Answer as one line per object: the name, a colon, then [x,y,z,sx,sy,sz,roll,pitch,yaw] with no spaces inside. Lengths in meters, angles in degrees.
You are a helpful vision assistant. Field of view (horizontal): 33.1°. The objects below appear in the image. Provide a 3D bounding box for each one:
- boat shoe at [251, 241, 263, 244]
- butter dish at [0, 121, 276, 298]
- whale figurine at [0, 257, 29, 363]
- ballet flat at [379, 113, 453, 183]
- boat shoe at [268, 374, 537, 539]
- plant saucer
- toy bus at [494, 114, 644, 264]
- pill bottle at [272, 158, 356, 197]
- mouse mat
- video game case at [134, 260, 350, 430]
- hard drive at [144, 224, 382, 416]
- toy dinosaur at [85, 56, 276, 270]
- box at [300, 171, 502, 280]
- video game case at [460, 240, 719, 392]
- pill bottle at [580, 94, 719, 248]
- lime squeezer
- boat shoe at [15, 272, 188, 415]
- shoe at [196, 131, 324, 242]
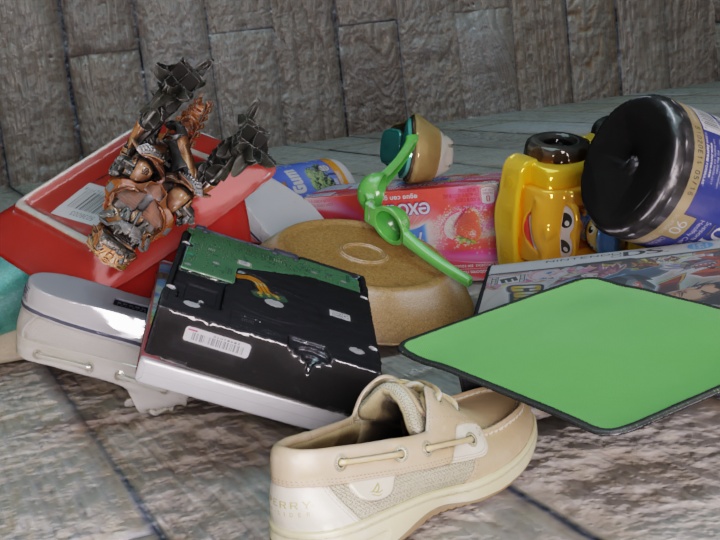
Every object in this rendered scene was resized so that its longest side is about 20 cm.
boat shoe: [-0.106,0.009,1.115,0.063,0.074,0.201,-8,12,-36]
butter dish: [-0.177,-0.014,1.006,0.199,0.148,0.200,-37,39,-27]
whale figurine: [-0.308,0.026,1.061,0.159,0.104,0.200,-2,12,23]
ballet flat: [0.063,-0.122,1.210,0.063,0.069,0.200,7,10,-7]
boat shoe: [0.028,0.088,0.628,0.072,0.065,0.200,3,14,41]
plant saucer: [0.000,0.000,1.007,0.200,0.036,0.200,9,23,-4]
toy bus: [0.247,-0.044,1.073,0.200,0.136,0.192,-15,30,-30]
pill bottle: [-0.107,-0.057,1.348,0.200,0.112,0.112,-14,13,-31]
mouse mat: [0.134,0.041,0.682,0.161,0.008,0.200,-17,17,-27]
video game case: [-0.074,0.048,0.814,0.143,0.017,0.200,17,15,-11]
hard drive: [-0.061,0.027,0.795,0.139,0.038,0.200,17,15,-9]
toy dinosaur: [-0.144,-0.083,0.880,0.102,0.200,0.136,26,-54,-33]
box: [0.051,-0.041,1.209,0.200,0.095,0.103,-4,11,15]
video game case: [0.166,0.027,0.799,0.180,0.026,0.200,-6,16,13]
pill bottle: [0.281,-0.057,0.940,0.200,0.112,0.112,15,0,-27]
lime squeezer: [0.036,-0.049,1.032,0.070,0.038,0.200,7,39,-21]
boat shoe: [-0.142,0.064,0.843,0.200,0.070,0.071,17,15,-8]
shoe: [-0.114,-0.045,1.186,0.200,0.091,0.071,38,42,16]
